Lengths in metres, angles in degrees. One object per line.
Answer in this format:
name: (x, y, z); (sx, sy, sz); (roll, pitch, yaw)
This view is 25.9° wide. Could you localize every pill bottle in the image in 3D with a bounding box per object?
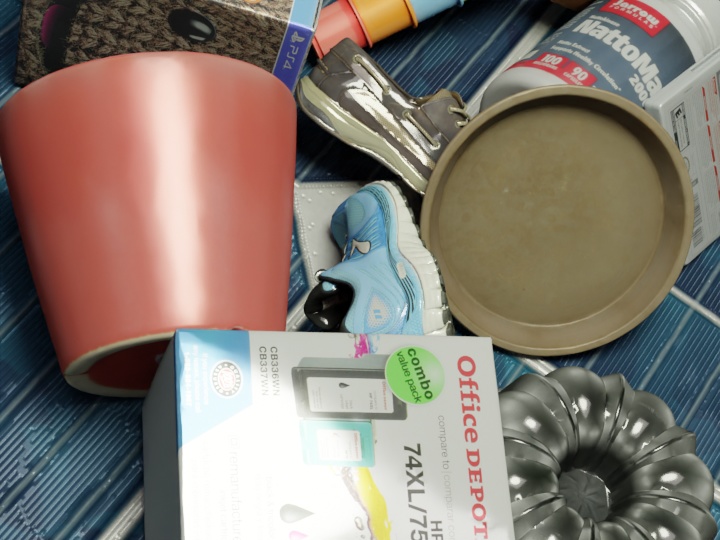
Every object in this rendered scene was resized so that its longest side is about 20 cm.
pill bottle: (0.197, -0.147, 1.217); (0.120, 0.120, 0.200); (43, 59, 11)

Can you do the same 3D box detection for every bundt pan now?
bundt pan: (0.154, 0.151, 1.057); (0.201, 0.076, 0.202); (8, 58, -12)

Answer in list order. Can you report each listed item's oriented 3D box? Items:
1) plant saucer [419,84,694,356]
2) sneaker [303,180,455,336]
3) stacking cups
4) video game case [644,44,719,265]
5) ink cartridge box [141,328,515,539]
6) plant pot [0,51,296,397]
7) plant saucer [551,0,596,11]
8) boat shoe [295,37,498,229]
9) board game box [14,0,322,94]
plant saucer: (0.139, -0.036, 1.121); (0.200, 0.200, 0.029); (11, 16, -10)
sneaker: (0.000, 0.000, 1.062); (0.090, 0.079, 0.200); (-16, 25, -4)
stacking cups: (0.049, -0.225, 1.215); (0.200, 0.061, 0.061); (-25, 68, -2)
video game case: (0.298, -0.114, 1.226); (0.200, 0.143, 0.018); (-36, 36, -30)
ink cartridge box: (-0.025, 0.129, 0.969); (0.200, 0.146, 0.147); (2, 67, -16)
plant pot: (-0.130, -0.021, 1.019); (0.200, 0.200, 0.178); (-3, 70, -17)
plant saucer: (0.239, -0.256, 1.256); (0.200, 0.200, 0.038); (-23, 93, -26)
boat shoe: (0.049, -0.099, 1.147); (0.200, 0.073, 0.075); (32, 12, -12)
board game box: (-0.135, -0.188, 1.122); (0.200, 0.160, 0.097); (15, 59, -7)
